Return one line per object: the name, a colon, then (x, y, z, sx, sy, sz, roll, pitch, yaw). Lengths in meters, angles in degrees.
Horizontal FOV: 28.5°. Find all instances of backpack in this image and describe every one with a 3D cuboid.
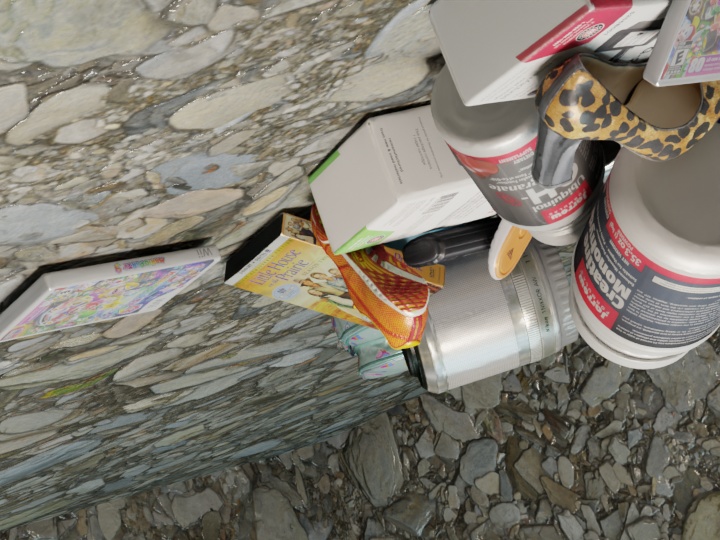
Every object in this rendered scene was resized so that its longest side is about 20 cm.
backpack: (0.046, 0.050, 1.822, 0.173, 0.155, 0.200, -16, 161, 1)

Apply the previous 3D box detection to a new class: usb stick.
usb stick: (0.112, -0.032, 1.458, 0.055, 0.033, 0.199, -13, -179, 35)

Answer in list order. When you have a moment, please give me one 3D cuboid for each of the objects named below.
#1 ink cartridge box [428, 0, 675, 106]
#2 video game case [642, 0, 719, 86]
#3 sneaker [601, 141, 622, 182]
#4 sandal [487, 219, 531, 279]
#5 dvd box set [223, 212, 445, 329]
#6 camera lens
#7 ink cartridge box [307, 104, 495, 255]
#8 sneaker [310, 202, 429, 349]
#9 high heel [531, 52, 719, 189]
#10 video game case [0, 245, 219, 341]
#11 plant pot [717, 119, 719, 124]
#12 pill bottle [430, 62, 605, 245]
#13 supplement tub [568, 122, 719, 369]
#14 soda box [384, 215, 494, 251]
ink cartridge box: (0.173, -0.197, 1.040, 0.198, 0.084, 0.145, -12, 166, -39)
video game case: (0.279, -0.226, 0.988, 0.142, 0.018, 0.202, -12, 130, -41)
sneaker: (0.235, -0.118, 1.635, 0.198, 0.071, 0.082, -24, 146, 21)
sandal: (0.199, -0.075, 1.443, 0.209, 0.059, 0.079, -63, 155, -8)
dvd box set: (-0.029, 0.004, 1.520, 0.198, 0.030, 0.146, 18, 151, -25)
camera lens: (0.137, 0.043, 1.650, 0.197, 0.162, 0.160, -17, 169, -2)
ink cartridge box: (0.072, -0.095, 1.333, 0.198, 0.085, 0.145, -15, 168, -30)
sneaker: (0.000, 0.000, 1.388, 0.072, 0.201, 0.078, -10, 134, -23)
high heel: (0.215, -0.139, 1.032, 0.198, 0.072, 0.143, -27, 157, -11)
video game case: (-0.254, 0.023, 1.408, 0.198, 0.018, 0.143, -12, 165, -42)
plant pot: (0.342, -0.168, 1.228, 0.178, 0.203, 0.200, -8, 165, -30)
pill bottle: (0.143, -0.102, 1.197, 0.110, 0.112, 0.200, -24, 146, 15)
supplement tub: (0.253, -0.017, 1.169, 0.139, 0.142, 0.201, -18, 154, -16)
soda box: (0.086, -0.071, 1.517, 0.199, 0.069, 0.064, -29, 167, 33)
